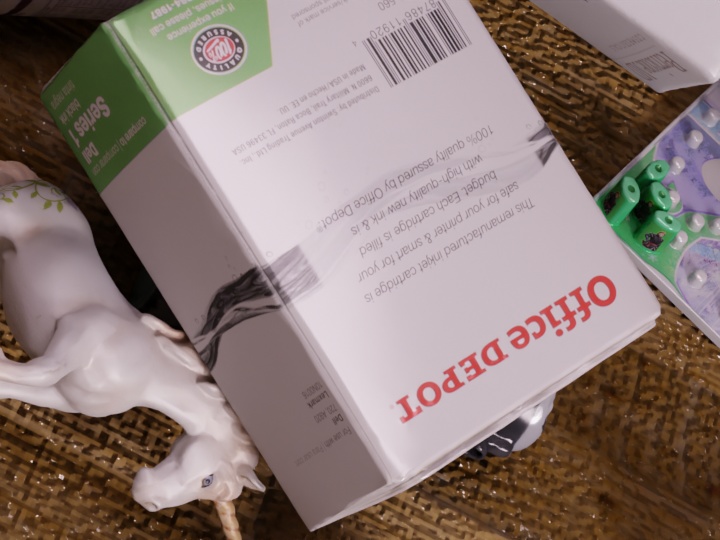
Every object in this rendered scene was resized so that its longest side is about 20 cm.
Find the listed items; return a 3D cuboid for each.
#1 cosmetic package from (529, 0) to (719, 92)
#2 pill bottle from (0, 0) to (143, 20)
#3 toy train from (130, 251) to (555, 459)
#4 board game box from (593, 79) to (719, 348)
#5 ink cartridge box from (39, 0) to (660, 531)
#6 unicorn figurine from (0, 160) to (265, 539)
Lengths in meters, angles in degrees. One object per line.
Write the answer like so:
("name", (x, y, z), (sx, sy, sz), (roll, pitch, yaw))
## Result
("cosmetic package", (0.110, -0.203, 1.326), (0.200, 0.167, 0.167), (35, 90, -3))
("pill bottle", (-0.118, -0.159, 1.248), (0.199, 0.110, 0.110), (1, 58, -29))
("toy train", (0.000, 0.000, 1.228), (0.199, 0.085, 0.114), (26, 61, -14))
("board game box", (0.229, -0.013, 1.395), (0.200, 0.026, 0.200), (45, 48, 5))
("ink cartridge box", (-0.003, -0.024, 1.137), (0.146, 0.084, 0.201), (-29, 87, -32))
("unicorn figurine", (-0.116, 0.026, 1.142), (0.137, 0.074, 0.201), (-4, 59, -34))
